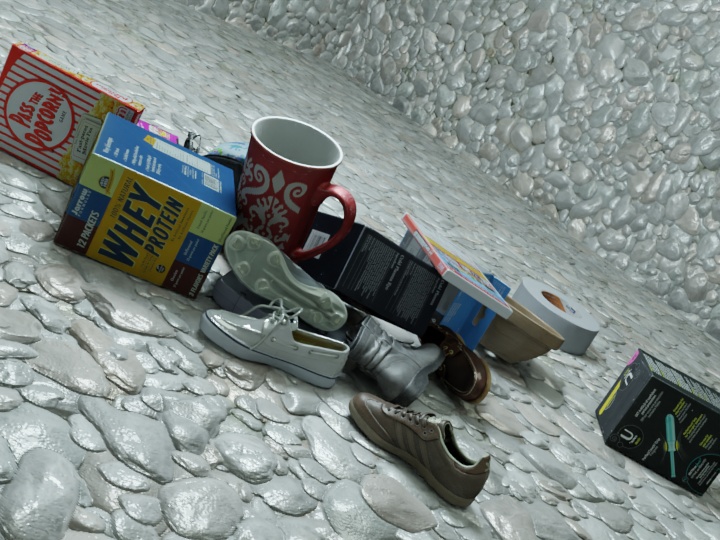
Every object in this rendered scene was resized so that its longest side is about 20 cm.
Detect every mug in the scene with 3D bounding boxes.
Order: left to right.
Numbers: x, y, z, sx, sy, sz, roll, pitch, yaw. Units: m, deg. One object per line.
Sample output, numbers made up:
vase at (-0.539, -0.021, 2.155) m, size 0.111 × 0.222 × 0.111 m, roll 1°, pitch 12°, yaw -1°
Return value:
mug at (-0.109, -0.084, 1.251) m, size 0.133 × 0.201 × 0.178 m, roll 0°, pitch 39°, yaw -34°

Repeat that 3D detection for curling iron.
curling iron at (-0.307, -0.204, 1.568) m, size 0.025 × 0.050 × 0.200 m, roll 14°, pitch -6°, yaw -19°

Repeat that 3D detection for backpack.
backpack at (-0.195, -0.163, 1.603) m, size 0.162 × 0.155 × 0.200 m, roll 21°, pitch 1°, yaw 22°

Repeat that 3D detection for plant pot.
plant pot at (0.264, 0.103, 1.633) m, size 0.200 × 0.093 × 0.201 m, roll 35°, pitch 8°, yaw -5°

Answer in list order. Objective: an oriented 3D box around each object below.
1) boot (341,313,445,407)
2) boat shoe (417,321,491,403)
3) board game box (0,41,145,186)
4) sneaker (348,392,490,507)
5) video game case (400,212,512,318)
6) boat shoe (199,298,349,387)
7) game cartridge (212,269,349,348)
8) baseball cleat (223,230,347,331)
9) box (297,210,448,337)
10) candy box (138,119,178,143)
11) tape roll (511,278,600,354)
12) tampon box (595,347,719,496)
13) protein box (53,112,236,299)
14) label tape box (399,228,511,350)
boot at (0.048, 0.111, 1.282) m, size 0.132 × 0.070 × 0.200 m, roll 46°, pitch 17°, yaw 1°
boat shoe at (0.139, 0.140, 1.399) m, size 0.070 × 0.071 × 0.200 m, roll 30°, pitch 8°, yaw -23°
board game box at (-0.440, -0.219, 1.317) m, size 0.199 × 0.152 × 0.046 m, roll 27°, pitch 17°, yaw -8°
sneaker at (0.077, 0.203, 1.116) m, size 0.200 × 0.076 × 0.070 m, roll 37°, pitch 19°, yaw 19°
video game case at (0.147, -0.010, 1.395) m, size 0.143 × 0.017 × 0.200 m, roll 32°, pitch 15°, yaw -29°
boat shoe at (-0.102, 0.078, 1.152) m, size 0.201 × 0.086 × 0.075 m, roll 25°, pitch 18°, yaw -16°
game cartridge at (-0.109, 0.064, 1.268) m, size 0.199 × 0.041 × 0.133 m, roll 31°, pitch 14°, yaw 4°
baseball cleat at (-0.109, 0.017, 1.224) m, size 0.200 × 0.070 × 0.106 m, roll 41°, pitch -5°, yaw -15°
box at (0.000, 0.000, 1.362) m, size 0.181 × 0.105 × 0.200 m, roll 29°, pitch -5°, yaw -33°
candy box at (-0.412, -0.224, 1.523) m, size 0.199 × 0.061 × 0.137 m, roll 24°, pitch 19°, yaw -21°
tape roll at (0.426, 0.100, 1.972) m, size 0.199 × 0.066 × 0.201 m, roll 28°, pitch 18°, yaw -10°
tampon box at (0.542, 0.263, 1.570) m, size 0.199 × 0.151 × 0.126 m, roll 29°, pitch 18°, yaw -3°
protein box at (-0.291, -0.094, 1.237) m, size 0.199 × 0.136 × 0.199 m, roll 24°, pitch 19°, yaw -19°
label tape box at (0.138, 0.036, 1.552) m, size 0.199 × 0.144 × 0.066 m, roll 36°, pitch 21°, yaw 19°
